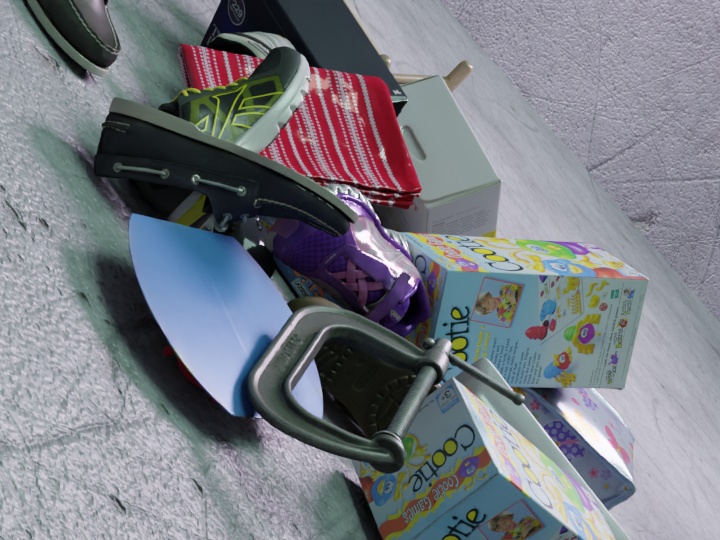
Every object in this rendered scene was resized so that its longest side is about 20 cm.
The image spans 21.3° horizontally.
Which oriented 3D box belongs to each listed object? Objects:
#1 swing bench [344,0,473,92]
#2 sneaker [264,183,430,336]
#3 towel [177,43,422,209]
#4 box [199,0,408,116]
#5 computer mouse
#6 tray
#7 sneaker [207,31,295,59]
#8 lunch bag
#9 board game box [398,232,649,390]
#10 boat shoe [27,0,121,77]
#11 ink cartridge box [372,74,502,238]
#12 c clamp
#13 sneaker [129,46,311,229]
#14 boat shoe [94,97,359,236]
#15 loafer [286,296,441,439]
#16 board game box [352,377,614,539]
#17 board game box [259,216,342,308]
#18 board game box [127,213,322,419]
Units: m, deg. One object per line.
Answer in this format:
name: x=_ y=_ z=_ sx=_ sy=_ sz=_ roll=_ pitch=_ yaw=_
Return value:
swing bench: x=-0.022 y=-0.199 z=1.914 sx=0.129 sy=0.201 sz=0.200 roll=-1 pitch=48 yaw=-40
sneaker: x=0.000 y=0.000 z=1.516 sx=0.089 sy=0.080 sz=0.200 roll=59 pitch=13 yaw=28
towel: x=-0.050 y=-0.122 z=1.603 sx=0.198 sy=0.023 sz=0.146 roll=7 pitch=49 yaw=-29
box: x=-0.057 y=-0.182 z=1.787 sx=0.078 sy=0.141 sz=0.201 roll=-12 pitch=59 yaw=-38
computer mouse: x=-0.087 y=-0.054 z=1.548 sx=0.058 sy=0.034 sz=0.201 roll=34 pitch=30 yaw=-23
tray: x=0.122 y=0.179 z=1.564 sx=0.200 sy=0.107 sz=0.022 roll=51 pitch=22 yaw=-2
sneaker: x=-0.074 y=-0.127 z=1.661 sx=0.087 sy=0.076 sz=0.201 roll=5 pitch=43 yaw=-47
lunch bag: x=0.153 y=0.134 z=1.743 sx=0.200 sy=0.127 sz=0.170 roll=45 pitch=14 yaw=-2
board game box: x=0.129 y=0.035 z=1.647 sx=0.198 sy=0.106 sz=0.103 roll=3 pitch=18 yaw=-26
boat shoe: x=-0.240 y=-0.246 z=1.548 sx=0.202 sy=0.060 sz=0.072 roll=58 pitch=16 yaw=24
ink cartridge box: x=0.066 y=-0.064 z=1.842 sx=0.201 sy=0.083 sz=0.146 roll=91 pitch=-24 yaw=-55
c clamp: x=0.014 y=0.081 z=1.320 sx=0.170 sy=0.027 sz=0.200 roll=31 pitch=30 yaw=9
sneaker: x=-0.108 y=-0.117 z=1.482 sx=0.084 sy=0.074 sz=0.201 roll=40 pitch=52 yaw=-10
boat shoe: x=-0.100 y=-0.060 z=1.400 sx=0.199 sy=0.063 sz=0.073 roll=24 pitch=-6 yaw=-5
loafer: x=0.008 y=0.081 z=1.499 sx=0.200 sy=0.076 sz=0.068 roll=48 pitch=5 yaw=-32
board game box: x=0.101 y=0.189 z=1.443 sx=0.200 sy=0.105 sz=0.103 roll=41 pitch=16 yaw=-41
board game box: x=-0.051 y=-0.033 z=1.677 sx=0.201 sy=0.034 sz=0.135 roll=54 pitch=14 yaw=10
board game box: x=-0.103 y=0.045 z=1.325 sx=0.200 sy=0.039 sz=0.159 roll=12 pitch=46 yaw=-61
